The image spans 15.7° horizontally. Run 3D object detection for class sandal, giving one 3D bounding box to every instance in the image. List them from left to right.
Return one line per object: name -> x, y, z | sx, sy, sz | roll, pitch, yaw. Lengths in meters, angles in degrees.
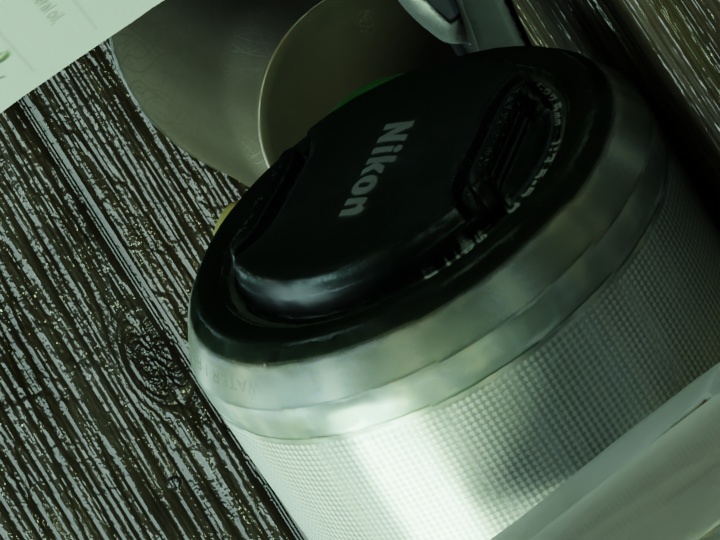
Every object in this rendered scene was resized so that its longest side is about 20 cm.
sandal -> 0.020, -0.114, 0.972 | 0.076, 0.043, 0.200 | 57, 180, 41

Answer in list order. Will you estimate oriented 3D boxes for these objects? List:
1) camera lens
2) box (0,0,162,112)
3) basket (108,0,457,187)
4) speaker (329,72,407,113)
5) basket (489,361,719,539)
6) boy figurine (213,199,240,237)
camera lens -> 0.053, 0.044, 0.817 | 0.200, 0.160, 0.160 | 57, 180, -26
box -> -0.097, -0.178, 0.588 | 0.199, 0.171, 0.200 | 57, 179, 17
basket -> -0.013, -0.087, 1.189 | 0.180, 0.137, 0.200 | 23, -174, -19
speaker -> 0.033, 0.010, 1.075 | 0.089, 0.088, 0.200 | 57, 170, 35
basket -> 0.101, 0.091, 0.633 | 0.124, 0.135, 0.200 | 53, 180, 4
boy figurine -> 0.000, 0.000, 1.251 | 0.124, 0.199, 0.065 | -16, -75, -52
